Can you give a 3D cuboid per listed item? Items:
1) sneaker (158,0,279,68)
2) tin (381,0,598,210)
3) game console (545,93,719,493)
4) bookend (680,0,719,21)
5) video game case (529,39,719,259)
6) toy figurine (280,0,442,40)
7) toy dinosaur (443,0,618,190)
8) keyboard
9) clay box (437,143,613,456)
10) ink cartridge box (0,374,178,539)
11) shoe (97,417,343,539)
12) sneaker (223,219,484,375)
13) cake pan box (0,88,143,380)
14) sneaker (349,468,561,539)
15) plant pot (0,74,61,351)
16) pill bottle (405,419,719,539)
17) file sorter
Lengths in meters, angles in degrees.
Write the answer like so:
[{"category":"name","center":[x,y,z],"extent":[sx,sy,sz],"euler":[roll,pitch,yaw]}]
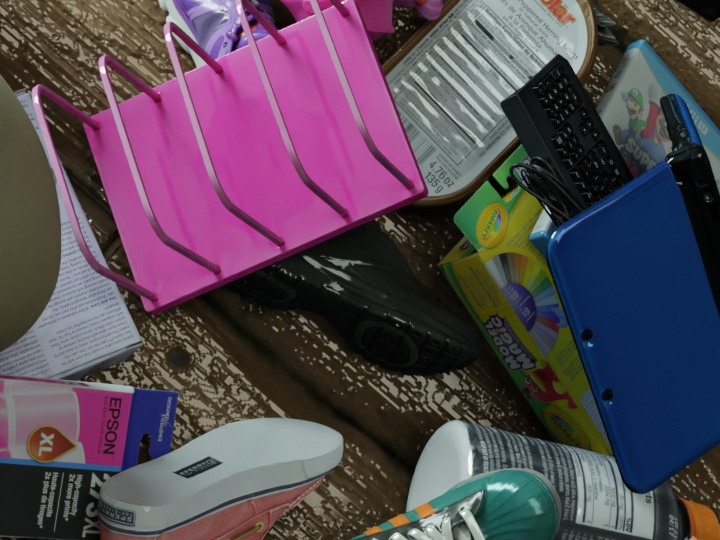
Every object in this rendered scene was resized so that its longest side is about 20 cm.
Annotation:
[{"category":"sneaker","center":[-0.079,-0.166,1.463],"extent":[0.080,0.083,0.201],"euler":[-11,76,-26]},{"category":"tin","center":[0.079,-0.128,1.489],"extent":[0.112,0.042,0.200],"euler":[45,92,-3]},{"category":"game console","center":[0.195,0.012,1.424],"extent":[0.118,0.171,0.201],"euler":[-17,114,7]},{"category":"bookend","center":[0.241,-0.335,1.654],"extent":[0.198,0.092,0.201],"euler":[29,62,-14]},{"category":"video game case","center":[0.202,-0.046,1.511],"extent":[0.143,0.018,0.201],"euler":[46,51,-21]},{"category":"toy figurine","center":[0.009,-0.232,1.473],"extent":[0.199,0.150,0.185],"euler":[12,60,-23]},{"category":"toy dinosaur","center":[0.103,-0.151,1.536],"extent":[0.135,0.102,0.201],"euler":[-28,108,-12]},{"category":"keyboard","center":[0.166,-0.043,1.440],"extent":[0.104,0.040,0.201],"euler":[-42,106,-40]},{"category":"clay box","center":[0.134,0.018,1.479],"extent":[0.115,0.047,0.201],"euler":[-44,106,-37]},{"category":"ink cartridge box","center":[-0.199,0.114,1.308],"extent":[0.199,0.037,0.095],"euler":[7,92,-34]},{"category":"shoe","center":[-0.089,0.159,1.361],"extent":[0.199,0.071,0.092],"euler":[-17,119,-48]},{"category":"sneaker","center":[0.000,0.000,1.448],"extent":[0.199,0.076,0.091],"euler":[29,60,-13]},{"category":"cake pan box","center":[-0.260,0.004,1.345],"extent":[0.199,0.052,0.185],"euler":[-24,81,-28]},{"category":"sneaker","center":[0.031,0.185,1.323],"extent":[0.072,0.199,0.080],"euler":[62,23,5]},{"category":"plant pot","center":[-0.250,-0.020,1.243],"extent":[0.134,0.199,0.201],"euler":[44,54,-45]},{"category":"pill bottle","center":[0.138,0.171,1.428],"extent":[0.199,0.106,0.107],"euler":[15,67,-18]},{"category":"file sorter","center":[-0.084,-0.083,1.344],"extent":[0.199,0.125,0.140],"euler":[-23,74,10]}]
